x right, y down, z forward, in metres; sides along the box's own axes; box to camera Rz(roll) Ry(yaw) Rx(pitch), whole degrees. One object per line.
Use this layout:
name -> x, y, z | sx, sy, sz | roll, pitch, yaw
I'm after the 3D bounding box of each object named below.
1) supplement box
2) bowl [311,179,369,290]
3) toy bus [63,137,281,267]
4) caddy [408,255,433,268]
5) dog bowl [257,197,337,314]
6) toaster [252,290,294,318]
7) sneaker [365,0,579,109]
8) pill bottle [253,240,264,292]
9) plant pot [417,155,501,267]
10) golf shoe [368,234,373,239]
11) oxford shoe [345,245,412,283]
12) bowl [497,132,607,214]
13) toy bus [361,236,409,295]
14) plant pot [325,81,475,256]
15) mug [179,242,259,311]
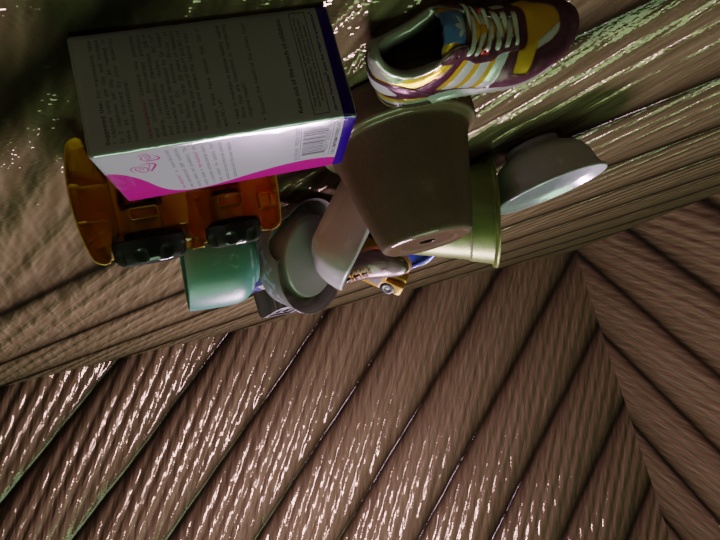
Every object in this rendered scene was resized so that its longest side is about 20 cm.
supplement box -> -0.117, -0.137, 0.426 | 0.199, 0.104, 0.101 | -14, 172, -12
bowl -> -0.019, -0.075, 0.806 | 0.075, 0.200, 0.200 | 25, 169, -2
toy bus -> -0.213, -0.081, 0.577 | 0.200, 0.136, 0.192 | -14, -175, -24
caddy -> 0.116, -0.054, 1.145 | 0.200, 0.105, 0.141 | -24, -162, 49
dog bowl -> -0.100, -0.027, 0.878 | 0.059, 0.201, 0.200 | 6, -177, 31
toaster -> -0.193, 0.055, 1.444 | 0.180, 0.119, 0.200 | -10, 170, -33
sneaker -> 0.103, -0.204, 0.455 | 0.200, 0.075, 0.090 | -17, 176, 9
pill bottle -> -0.200, -0.019, 0.979 | 0.200, 0.116, 0.116 | -17, 171, 10
plant pot -> 0.147, -0.098, 0.913 | 0.189, 0.201, 0.200 | -4, 173, 8
golf shoe -> 0.054, -0.092, 1.086 | 0.088, 0.077, 0.200 | -19, 177, -38
oxford shoe -> 0.000, 0.000, 0.977 | 0.199, 0.071, 0.073 | -1, -143, 22
bowl -> 0.316, -0.179, 0.886 | 0.201, 0.091, 0.201 | -20, 172, -3
toy bus -> 0.008, -0.025, 1.047 | 0.065, 0.200, 0.078 | -64, 177, -47
plant pot -> 0.058, -0.115, 0.617 | 0.200, 0.175, 0.200 | -13, 170, -2
mug -> -0.224, -0.020, 0.800 | 0.114, 0.152, 0.185 | -8, 173, -22
